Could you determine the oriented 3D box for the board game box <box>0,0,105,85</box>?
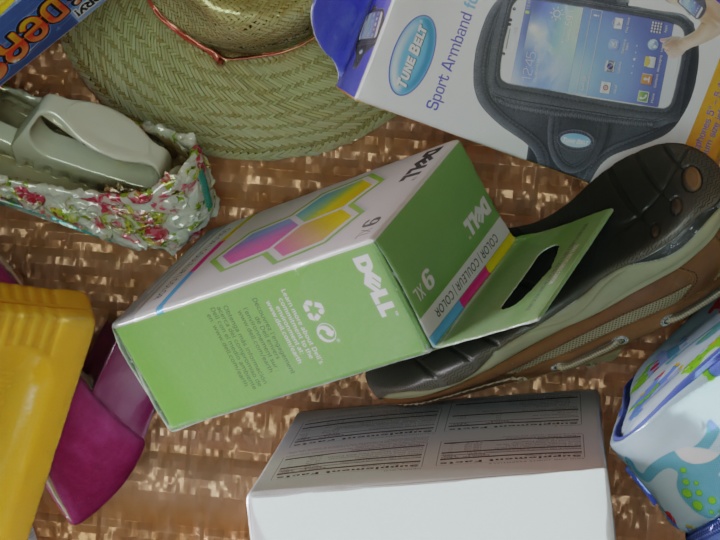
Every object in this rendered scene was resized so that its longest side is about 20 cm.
[{"bbox_3d":[-0.203,-0.125,1.179,0.200,0.034,0.135,-38,51,4],"label":"board game box"}]

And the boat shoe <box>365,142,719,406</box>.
[{"bbox_3d":[0.094,0.017,1.184,0.200,0.076,0.074,-26,135,30],"label":"boat shoe"}]

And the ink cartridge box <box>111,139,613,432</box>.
[{"bbox_3d":[0.000,0.000,1.145,0.200,0.104,0.059,-18,108,32],"label":"ink cartridge box"}]

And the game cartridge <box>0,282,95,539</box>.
[{"bbox_3d":[-0.235,0.074,1.158,0.199,0.032,0.177,8,124,-20],"label":"game cartridge"}]

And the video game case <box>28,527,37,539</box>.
[{"bbox_3d":[-0.277,0.085,1.257,0.200,0.023,0.182,-19,94,7],"label":"video game case"}]

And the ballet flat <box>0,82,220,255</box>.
[{"bbox_3d":[-0.160,-0.065,1.206,0.199,0.064,0.076,14,56,-3],"label":"ballet flat"}]

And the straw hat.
[{"bbox_3d":[-0.054,-0.141,1.186,0.200,0.085,0.202,0,96,4],"label":"straw hat"}]

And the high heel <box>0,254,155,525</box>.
[{"bbox_3d":[-0.186,0.035,1.212,0.200,0.067,0.096,31,87,-21],"label":"high heel"}]

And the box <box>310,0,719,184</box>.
[{"bbox_3d":[0.081,-0.110,1.170,0.200,0.041,0.119,18,98,-20],"label":"box"}]

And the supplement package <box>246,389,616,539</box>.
[{"bbox_3d":[0.040,0.147,1.150,0.150,0.200,0.152,-5,96,5],"label":"supplement package"}]

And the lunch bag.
[{"bbox_3d":[0.185,0.043,1.129,0.161,0.200,0.083,-40,89,9],"label":"lunch bag"}]
